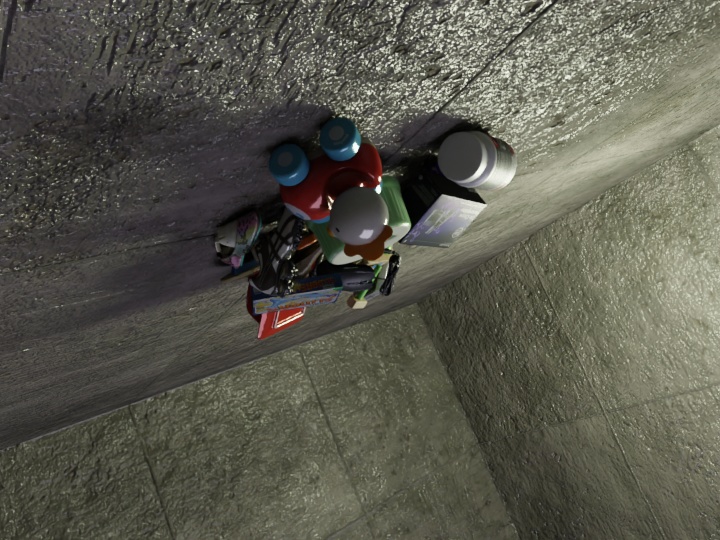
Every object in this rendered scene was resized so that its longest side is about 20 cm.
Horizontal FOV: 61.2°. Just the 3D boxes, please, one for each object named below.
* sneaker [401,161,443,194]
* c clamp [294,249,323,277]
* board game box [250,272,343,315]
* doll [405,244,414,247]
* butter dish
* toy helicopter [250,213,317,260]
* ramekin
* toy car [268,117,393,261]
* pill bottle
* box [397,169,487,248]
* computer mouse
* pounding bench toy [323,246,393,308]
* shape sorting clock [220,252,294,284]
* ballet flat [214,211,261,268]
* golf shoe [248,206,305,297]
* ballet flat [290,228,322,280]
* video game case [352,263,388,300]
[{"bbox_3d":[0.147,-0.184,1.404,0.098,0.070,0.200,-18,168,-12],"label":"sneaker"},{"bbox_3d":[-0.107,-0.026,1.432,0.170,0.027,0.201,-32,154,-50],"label":"c clamp"},{"bbox_3d":[-0.145,0.054,1.362,0.197,0.035,0.136,-9,164,-12],"label":"board game box"},{"bbox_3d":[0.089,-0.093,1.468,0.199,0.136,0.049,15,100,-59],"label":"doll"},{"bbox_3d":[-0.220,0.042,1.528,0.199,0.147,0.202,-23,136,-57],"label":"butter dish"},{"bbox_3d":[-0.180,-0.062,1.280,0.131,0.080,0.200,-27,-176,-18],"label":"toy helicopter"},{"bbox_3d":[0.002,-0.091,1.184,0.198,0.099,0.200,-23,170,-4],"label":"ramekin"},{"bbox_3d":[-0.028,-0.098,0.976,0.175,0.202,0.184,-24,156,6],"label":"toy car"},{"bbox_3d":[0.245,-0.229,1.273,0.113,0.115,0.199,-29,168,29],"label":"pill bottle"},{"bbox_3d":[0.161,-0.126,1.305,0.199,0.079,0.141,1,138,-51],"label":"box"},{"bbox_3d":[0.000,0.000,1.431,0.197,0.046,0.142,13,126,-12],"label":"computer mouse"},{"bbox_3d":[0.006,-0.021,1.534,0.155,0.202,0.124,-30,168,36],"label":"pounding bench toy"},{"bbox_3d":[-0.225,-0.014,1.380,0.197,0.040,0.200,-19,-172,3],"label":"shape sorting clock"},{"bbox_3d":[-0.247,-0.058,1.188,0.070,0.070,0.200,9,157,-19],"label":"ballet flat"},{"bbox_3d":[-0.158,-0.054,1.147,0.093,0.203,0.078,11,174,2],"label":"golf shoe"},{"bbox_3d":[-0.102,-0.064,1.309,0.046,0.067,0.201,23,107,-50],"label":"ballet flat"},{"bbox_3d":[0.036,-0.015,1.671,0.023,0.203,0.182,20,159,-17],"label":"video game case"}]
